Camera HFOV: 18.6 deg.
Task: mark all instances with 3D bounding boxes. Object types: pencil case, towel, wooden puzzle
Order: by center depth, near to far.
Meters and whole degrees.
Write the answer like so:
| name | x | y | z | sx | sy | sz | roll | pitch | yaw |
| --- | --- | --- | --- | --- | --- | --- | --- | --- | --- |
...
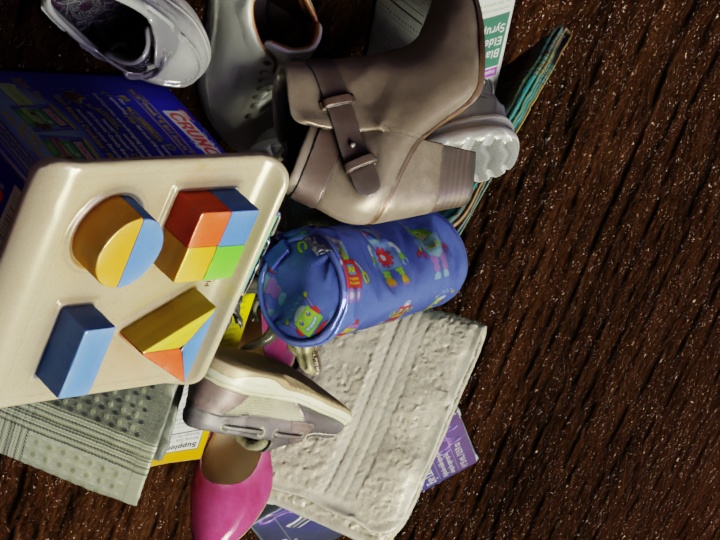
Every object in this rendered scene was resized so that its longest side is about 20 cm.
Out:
| name | x | y | z | sx | sy | sz | roll | pitch | yaw |
| --- | --- | --- | --- | --- | --- | --- | --- | --- | --- |
| wooden puzzle | -0.146 | 0.012 | 1.406 | 0.199 | 0.046 | 0.186 | -2 | 126 | -45 |
| towel | -0.218 | 0.056 | 1.566 | 0.035 | 0.199 | 0.193 | -65 | 177 | -67 |
| pencil case | 0.000 | 0.000 | 1.576 | 0.078 | 0.087 | 0.200 | -36 | 169 | 29 |
| towel | 0.004 | 0.111 | 1.743 | 0.034 | 0.132 | 0.201 | 65 | 47 | -71 |
| towel | 0.092 | -0.096 | 1.743 | 0.201 | 0.022 | 0.147 | -60 | -170 | -17 |

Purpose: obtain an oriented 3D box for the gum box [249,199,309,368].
| name | x | y | z | sx | sy | sz | roll | pitch | yaw |
| --- | --- | --- | --- | --- | --- | --- | --- | --- | --- |
| gum box | -0.049 | 0.004 | 1.787 | 0.169 | 0.045 | 0.201 | -6 | 126 | -43 |

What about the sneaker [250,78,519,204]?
| name | x | y | z | sx | sy | sz | roll | pitch | yaw |
| --- | --- | --- | --- | --- | --- | --- | --- | --- | --- |
| sneaker | 0.016 | -0.100 | 1.644 | 0.199 | 0.082 | 0.075 | -5 | 141 | -4 |

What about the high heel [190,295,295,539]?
| name | x | y | z | sx | sy | sz | roll | pitch | yaw |
| --- | --- | --- | --- | --- | --- | --- | --- | --- | --- |
| high heel | -0.096 | 0.114 | 1.690 | 0.096 | 0.067 | 0.201 | 63 | 45 | -59 |

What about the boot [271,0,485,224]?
| name | x | y | z | sx | sy | sz | roll | pitch | yaw |
| --- | --- | --- | --- | --- | --- | --- | --- | --- | --- |
| boot | 0.010 | -0.128 | 1.554 | 0.145 | 0.201 | 0.070 | 8 | 158 | -19 |

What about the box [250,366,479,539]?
| name | x | y | z | sx | sy | sz | roll | pitch | yaw |
| --- | --- | --- | --- | --- | --- | --- | --- | --- | --- |
| box | -0.016 | 0.144 | 1.834 | 0.199 | 0.105 | 0.148 | -29 | 157 | -1 |

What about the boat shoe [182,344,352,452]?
| name | x | y | z | sx | sy | sz | roll | pitch | yaw |
| --- | --- | --- | --- | --- | --- | --- | --- | --- | --- |
| boat shoe | -0.073 | 0.102 | 1.630 | 0.065 | 0.072 | 0.200 | -59 | 154 | 3 |

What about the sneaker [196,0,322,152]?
| name | x | y | z | sx | sy | sz | roll | pitch | yaw |
| --- | --- | --- | --- | --- | --- | --- | --- | --- | --- |
| sneaker | -0.070 | -0.151 | 1.592 | 0.073 | 0.085 | 0.201 | -31 | 142 | -26 |

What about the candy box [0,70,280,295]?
| name | x | y | z | sx | sy | sz | roll | pitch | yaw |
| --- | --- | --- | --- | --- | --- | --- | --- | --- | --- |
| candy box | -0.181 | -0.060 | 1.486 | 0.199 | 0.169 | 0.077 | -2 | 129 | -44 |

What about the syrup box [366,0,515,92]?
| name | x | y | z | sx | sy | sz | roll | pitch | yaw |
| --- | --- | --- | --- | --- | --- | --- | --- | --- | --- |
| syrup box | 0.067 | -0.215 | 1.678 | 0.078 | 0.081 | 0.201 | -17 | 132 | -34 |

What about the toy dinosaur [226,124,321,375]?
| name | x | y | z | sx | sy | sz | roll | pitch | yaw |
| --- | --- | --- | --- | --- | --- | --- | --- | --- | --- |
| toy dinosaur | -0.063 | -0.007 | 1.580 | 0.088 | 0.047 | 0.201 | -34 | 131 | -47 |

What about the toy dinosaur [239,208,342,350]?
| name | x | y | z | sx | sy | sz | roll | pitch | yaw |
| --- | --- | --- | --- | --- | --- | --- | --- | --- | --- |
| toy dinosaur | -0.030 | -0.010 | 1.692 | 0.200 | 0.077 | 0.103 | -35 | 101 | -16 |

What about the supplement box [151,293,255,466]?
| name | x | y | z | sx | sy | sz | roll | pitch | yaw |
| --- | --- | --- | --- | --- | --- | --- | --- | --- | --- |
| supplement box | -0.164 | 0.040 | 1.644 | 0.109 | 0.109 | 0.201 | -6 | 126 | -43 |

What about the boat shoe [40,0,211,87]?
| name | x | y | z | sx | sy | sz | roll | pitch | yaw |
| --- | --- | --- | --- | --- | --- | --- | --- | --- | --- |
| boat shoe | -0.158 | -0.165 | 1.481 | 0.072 | 0.069 | 0.200 | -27 | 148 | 9 |
